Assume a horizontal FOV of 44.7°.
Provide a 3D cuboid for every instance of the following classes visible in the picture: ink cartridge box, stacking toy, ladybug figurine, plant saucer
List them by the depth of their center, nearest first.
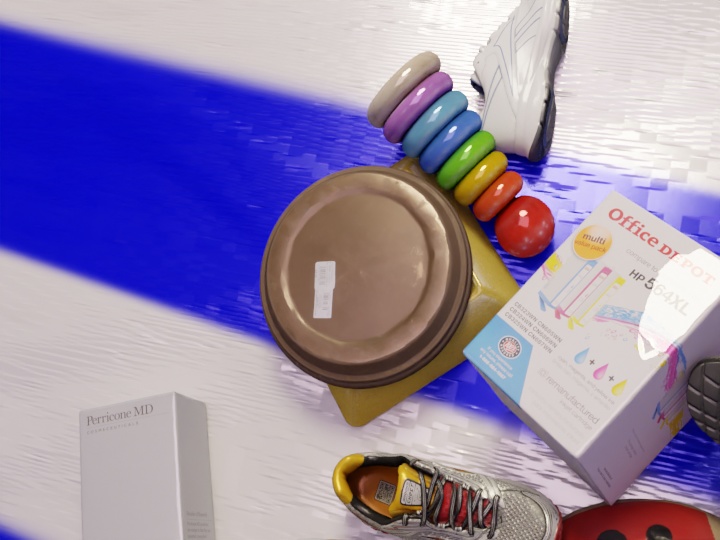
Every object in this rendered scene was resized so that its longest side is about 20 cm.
[{"bbox_3d":[0.212,0.244,0.664,0.195,0.072,0.139,-9,72,12],"label":"ladybug figurine"},{"bbox_3d":[0.203,0.050,0.681,0.200,0.125,0.128,-47,51,-2],"label":"ink cartridge box"},{"bbox_3d":[0.000,0.000,0.767,0.195,0.029,0.205,-4,74,14],"label":"plant saucer"},{"bbox_3d":[0.097,-0.095,0.784,0.085,0.085,0.201,-41,88,-1],"label":"stacking toy"},{"bbox_3d":[0.024,0.004,0.800,0.198,0.048,0.202,-32,68,4],"label":"plant saucer"}]

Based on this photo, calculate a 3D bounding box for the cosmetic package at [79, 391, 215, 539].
[{"bbox_3d":[-0.188,0.221,0.779,0.099,0.071,0.205,-12,71,11],"label":"cosmetic package"}]

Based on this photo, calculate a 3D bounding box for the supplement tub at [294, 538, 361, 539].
[{"bbox_3d":[-0.024,0.275,0.649,0.141,0.200,0.148,-4,72,14],"label":"supplement tub"}]

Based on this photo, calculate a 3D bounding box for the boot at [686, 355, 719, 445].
[{"bbox_3d":[0.333,0.092,0.649,0.196,0.132,0.071,18,115,7],"label":"boot"}]

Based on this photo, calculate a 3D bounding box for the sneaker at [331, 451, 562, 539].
[{"bbox_3d":[0.062,0.192,0.695,0.196,0.082,0.080,4,70,29],"label":"sneaker"}]

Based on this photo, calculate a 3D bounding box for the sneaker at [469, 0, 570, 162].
[{"bbox_3d":[0.147,-0.204,0.818,0.085,0.074,0.204,8,75,22],"label":"sneaker"}]
